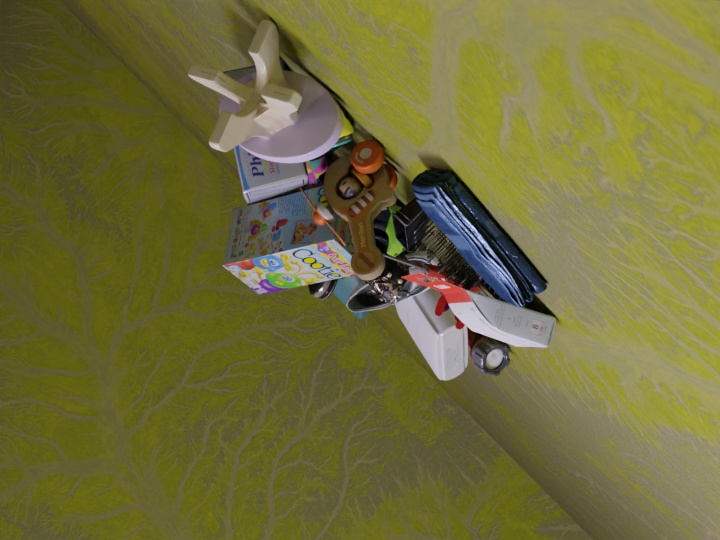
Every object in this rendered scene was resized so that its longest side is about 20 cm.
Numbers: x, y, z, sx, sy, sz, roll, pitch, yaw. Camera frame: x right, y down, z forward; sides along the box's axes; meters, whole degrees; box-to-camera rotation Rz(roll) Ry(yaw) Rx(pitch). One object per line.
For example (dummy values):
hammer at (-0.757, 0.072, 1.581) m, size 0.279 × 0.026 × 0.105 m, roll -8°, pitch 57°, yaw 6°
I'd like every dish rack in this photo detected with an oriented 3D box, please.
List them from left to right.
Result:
dish rack at (0.134, -0.015, 1.576) m, size 0.200 × 0.055 × 0.153 m, roll 44°, pitch 175°, yaw 12°

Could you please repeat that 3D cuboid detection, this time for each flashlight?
flashlight at (0.199, 0.128, 2.025) m, size 0.068 × 0.068 × 0.200 m, roll 46°, pitch 174°, yaw -33°

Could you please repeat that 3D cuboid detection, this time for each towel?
towel at (0.142, -0.040, 1.369) m, size 0.200 × 0.049 × 0.112 m, roll 47°, pitch 175°, yaw -15°

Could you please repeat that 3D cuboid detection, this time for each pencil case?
pencil case at (-0.096, -0.185, 1.910) m, size 0.088 × 0.088 × 0.200 m, roll 43°, pitch 175°, yaw 23°

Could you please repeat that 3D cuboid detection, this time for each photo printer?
photo printer at (0.120, 0.078, 1.976) m, size 0.201 × 0.069 × 0.167 m, roll 58°, pitch 166°, yaw 34°

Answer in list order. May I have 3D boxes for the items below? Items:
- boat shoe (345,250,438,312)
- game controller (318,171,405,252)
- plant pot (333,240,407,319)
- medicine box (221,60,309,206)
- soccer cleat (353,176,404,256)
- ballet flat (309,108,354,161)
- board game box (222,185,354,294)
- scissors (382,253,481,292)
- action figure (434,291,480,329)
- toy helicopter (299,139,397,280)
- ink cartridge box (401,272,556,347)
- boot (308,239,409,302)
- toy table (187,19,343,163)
boat shoe at (0.056, 0.032, 1.882) m, size 0.199 × 0.071 × 0.072 m, roll -30°, pitch 101°, yaw 42°
game controller at (0.011, -0.099, 1.843) m, size 0.200 × 0.042 × 0.104 m, roll 42°, pitch -161°, yaw 28°
plant pot at (0.006, -0.027, 2.048) m, size 0.141 × 0.141 × 0.200 m, roll 45°, pitch 166°, yaw 9°
medicine box at (-0.145, -0.201, 1.682) m, size 0.200 × 0.102 × 0.184 m, roll 114°, pitch 143°, yaw -84°
soccer cleat at (0.009, -0.099, 1.750) m, size 0.200 × 0.081 × 0.068 m, roll 43°, pitch 174°, yaw 29°
ballet flat at (-0.052, -0.207, 1.604) m, size 0.200 × 0.066 × 0.068 m, roll 178°, pitch 69°, yaw -79°
board game box at (-0.093, -0.046, 1.651) m, size 0.199 × 0.106 × 0.103 m, roll -12°, pitch 146°, yaw 29°
scissors at (0.101, -0.001, 1.655) m, size 0.199 × 0.014 × 0.073 m, roll 12°, pitch -154°, yaw -38°
action figure at (0.154, 0.045, 1.711) m, size 0.065 × 0.052 × 0.200 m, roll 28°, pitch -170°, yaw 3°
toy helicopter at (-0.010, -0.074, 1.513) m, size 0.079 × 0.131 × 0.201 m, roll 54°, pitch -157°, yaw -57°
ink cartridge box at (0.156, 0.058, 1.529) m, size 0.198 × 0.058 × 0.163 m, roll 14°, pitch 176°, yaw -6°
boot at (0.000, 0.000, 1.758) m, size 0.150 × 0.073 × 0.201 m, roll 35°, pitch -145°, yaw -17°
toy table at (-0.132, -0.232, 1.489) m, size 0.198 × 0.186 × 0.117 m, roll 6°, pitch 166°, yaw 28°
